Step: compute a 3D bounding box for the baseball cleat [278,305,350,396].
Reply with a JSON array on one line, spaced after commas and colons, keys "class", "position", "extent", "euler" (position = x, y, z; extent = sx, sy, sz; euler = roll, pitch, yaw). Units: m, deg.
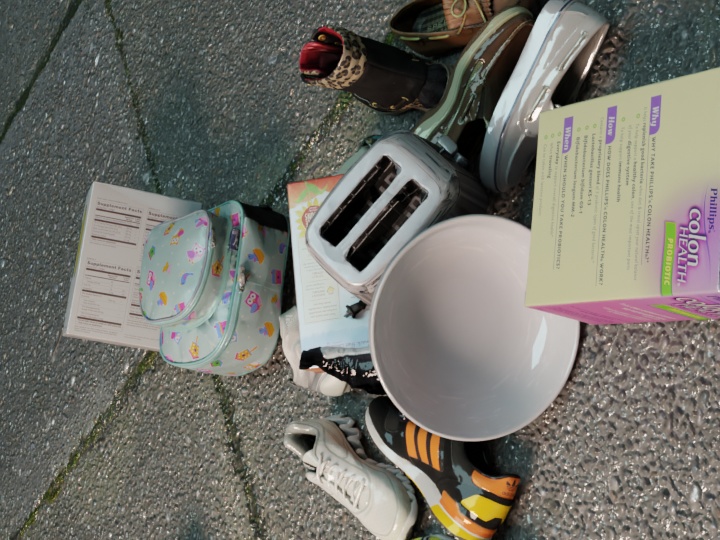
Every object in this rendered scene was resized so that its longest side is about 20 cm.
[{"class": "baseball cleat", "position": [-0.031, 0.036, 1.293], "extent": [0.070, 0.105, 0.202], "euler": [-165, 89, -83]}]

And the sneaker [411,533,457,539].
[{"class": "sneaker", "position": [0.074, 0.286, 1.105], "extent": [0.199, 0.076, 0.076], "euler": [-14, 70, 51]}]

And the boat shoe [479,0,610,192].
[{"class": "boat shoe", "position": [0.177, -0.158, 1.122], "extent": [0.065, 0.072, 0.201], "euler": [33, 112, 27]}]

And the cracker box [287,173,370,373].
[{"class": "cracker box", "position": [0.000, 0.000, 1.235], "extent": [0.133, 0.058, 0.202], "euler": [-8, 78, 15]}]

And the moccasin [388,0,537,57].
[{"class": "moccasin", "position": [0.108, -0.282, 1.236], "extent": [0.200, 0.077, 0.074], "euler": [-3, 76, 52]}]

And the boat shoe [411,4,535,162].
[{"class": "boat shoe", "position": [0.126, -0.169, 1.197], "extent": [0.075, 0.074, 0.203], "euler": [48, 121, 27]}]

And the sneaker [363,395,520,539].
[{"class": "sneaker", "position": [0.083, 0.172, 1.143], "extent": [0.090, 0.070, 0.200], "euler": [-57, 45, 15]}]

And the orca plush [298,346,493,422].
[{"class": "orca plush", "position": [0.038, 0.107, 1.136], "extent": [0.105, 0.198, 0.072], "euler": [107, 168, -64]}]

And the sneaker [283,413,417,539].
[{"class": "sneaker", "position": [-0.014, 0.219, 1.238], "extent": [0.200, 0.081, 0.076], "euler": [38, 107, 49]}]

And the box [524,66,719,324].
[{"class": "box", "position": [0.245, -0.053, 0.973], "extent": [0.199, 0.096, 0.178], "euler": [-8, 73, 52]}]

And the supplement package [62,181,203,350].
[{"class": "supplement package", "position": [-0.313, 0.001, 1.600], "extent": [0.152, 0.149, 0.202], "euler": [166, 114, -73]}]

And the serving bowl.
[{"class": "serving bowl", "position": [0.097, 0.050, 1.071], "extent": [0.066, 0.198, 0.202], "euler": [-170, 93, -76]}]

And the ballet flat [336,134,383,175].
[{"class": "ballet flat", "position": [-0.014, -0.065, 1.337], "extent": [0.072, 0.072, 0.202], "euler": [43, 114, 49]}]

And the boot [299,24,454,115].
[{"class": "boot", "position": [0.002, -0.218, 1.288], "extent": [0.200, 0.149, 0.074], "euler": [26, 103, 59]}]

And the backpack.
[{"class": "backpack", "position": [-0.180, 0.026, 1.447], "extent": [0.175, 0.152, 0.202], "euler": [-13, 75, 44]}]

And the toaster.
[{"class": "toaster", "position": [0.027, -0.043, 1.135], "extent": [0.114, 0.129, 0.200], "euler": [44, 95, 18]}]
